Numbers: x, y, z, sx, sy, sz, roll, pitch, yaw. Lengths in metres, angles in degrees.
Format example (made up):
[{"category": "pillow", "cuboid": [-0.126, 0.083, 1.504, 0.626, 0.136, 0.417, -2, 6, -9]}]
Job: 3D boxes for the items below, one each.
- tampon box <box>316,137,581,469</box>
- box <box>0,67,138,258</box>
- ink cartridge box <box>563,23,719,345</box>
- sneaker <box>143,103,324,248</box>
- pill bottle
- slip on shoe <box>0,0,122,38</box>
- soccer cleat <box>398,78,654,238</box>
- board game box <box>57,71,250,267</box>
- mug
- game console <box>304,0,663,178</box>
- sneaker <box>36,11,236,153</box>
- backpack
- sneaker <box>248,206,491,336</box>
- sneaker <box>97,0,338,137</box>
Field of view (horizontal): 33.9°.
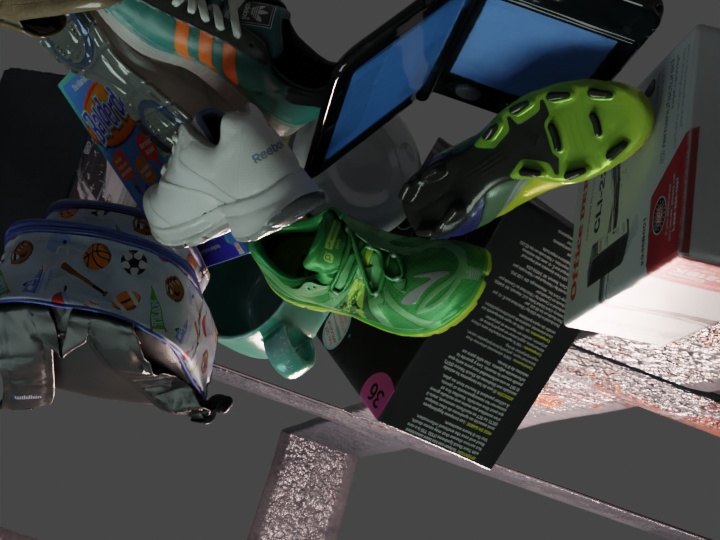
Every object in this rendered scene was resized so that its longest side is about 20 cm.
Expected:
[{"category": "tampon box", "cuboid": [0.083, 0.025, 0.955, 0.126, 0.201, 0.150, 27, -170, -29]}, {"category": "box", "cuboid": [-0.282, -0.056, 1.145, 0.123, 0.202, 0.197, 10, 163, 20]}, {"category": "ink cartridge box", "cuboid": [0.206, -0.044, 0.760, 0.083, 0.146, 0.200, 11, 164, -6]}, {"category": "sneaker", "cuboid": [-0.099, -0.068, 0.820, 0.199, 0.074, 0.088, -7, 111, 54]}, {"category": "pill bottle", "cuboid": [-0.044, -0.072, 1.002, 0.114, 0.115, 0.199, 25, 162, -25]}, {"category": "slip on shoe", "cuboid": [-0.224, -0.181, 0.782, 0.199, 0.076, 0.061, -12, 110, 40]}, {"category": "soccer cleat", "cuboid": [0.111, -0.078, 0.782, 0.199, 0.065, 0.083, -25, 179, 42]}, {"category": "board game box", "cuboid": [-0.161, -0.098, 0.981, 0.201, 0.045, 0.152, 58, 153, -9]}, {"category": "mug", "cuboid": [-0.105, 0.033, 1.283, 0.151, 0.187, 0.114, -4, 159, 27]}, {"category": "game console", "cuboid": [0.070, -0.111, 0.750, 0.174, 0.117, 0.200, 19, 164, -4]}, {"category": "sneaker", "cuboid": [-0.168, -0.172, 0.871, 0.200, 0.087, 0.074, 45, 146, -20]}, {"category": "backpack", "cuboid": [-0.205, 0.030, 0.946, 0.198, 0.156, 0.191, 3, 161, 3]}, {"category": "sneaker", "cuboid": [0.000, 0.000, 0.863, 0.198, 0.075, 0.084, 4, 160, 31]}, {"category": "sneaker", "cuboid": [-0.095, -0.173, 0.823, 0.199, 0.072, 0.080, 31, 142, -29]}]
